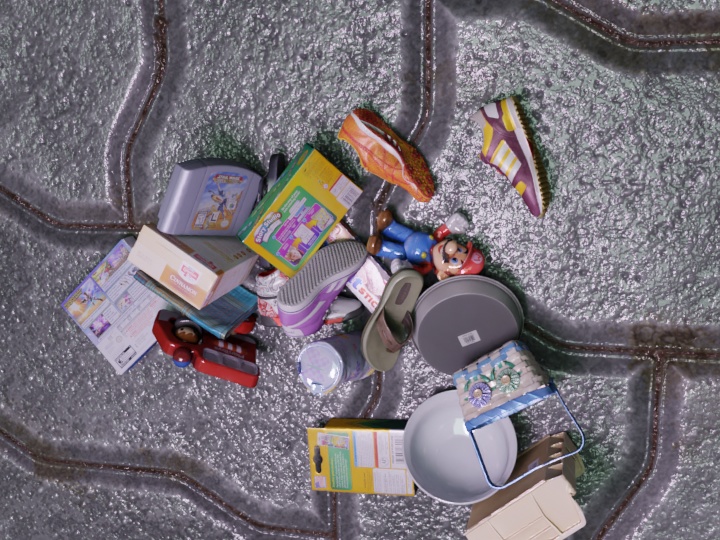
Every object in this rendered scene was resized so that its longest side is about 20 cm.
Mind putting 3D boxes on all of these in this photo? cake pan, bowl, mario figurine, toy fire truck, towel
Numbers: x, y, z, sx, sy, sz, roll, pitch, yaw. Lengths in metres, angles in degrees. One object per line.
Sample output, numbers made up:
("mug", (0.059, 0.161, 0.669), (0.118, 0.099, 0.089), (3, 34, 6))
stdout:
("cake pan", (0.180, 0.102, 1.398), (0.196, 0.037, 0.203), (1, 122, 1))
("bowl", (0.173, 0.318, 1.436), (0.197, 0.091, 0.204), (-4, 57, 6))
("mario figurine", (0.114, -0.044, 1.389), (0.197, 0.106, 0.125), (18, 104, 12))
("toy fire truck", (-0.275, 0.132, 1.478), (0.197, 0.168, 0.113), (21, 107, -15))
("towel", (-0.289, 0.033, 1.489), (0.199, 0.147, 0.022), (34, 124, 6))

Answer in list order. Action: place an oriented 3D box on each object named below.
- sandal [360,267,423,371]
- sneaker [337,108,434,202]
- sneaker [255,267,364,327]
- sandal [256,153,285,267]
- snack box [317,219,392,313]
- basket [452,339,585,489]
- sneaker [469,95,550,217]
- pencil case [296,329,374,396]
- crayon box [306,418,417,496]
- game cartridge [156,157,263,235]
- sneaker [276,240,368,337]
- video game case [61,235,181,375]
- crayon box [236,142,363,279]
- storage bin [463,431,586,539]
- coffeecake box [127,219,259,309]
("sandal", (0.055, 0.090, 1.371), (0.079, 0.058, 0.203), (-1, 126, -27))
("sneaker", (0.047, -0.187, 1.405), (0.200, 0.073, 0.077), (46, 130, 5))
("sneaker", (-0.095, 0.039, 1.479), (0.198, 0.067, 0.110), (-5, 103, 18))
("sandal", (-0.167, -0.106, 1.461), (0.042, 0.076, 0.204), (10, 104, 5))
("snack box", (0.000, 0.000, 1.468), (0.072, 0.024, 0.200), (-43, 89, 19))
("basket", (0.244, 0.230, 1.337), (0.175, 0.139, 0.202), (-31, 77, 16))
("sneaker", (0.245, -0.177, 1.349), (0.089, 0.075, 0.203), (-17, 91, 25))
("pencil case", (-0.034, 0.156, 1.419), (0.082, 0.200, 0.092), (-10, 89, 21))
("crayon box", (0.006, 0.342, 1.525), (0.196, 0.052, 0.128), (-1, 101, 14))
("game cartridge", (-0.251, -0.126, 1.418), (0.041, 0.199, 0.135), (37, 111, 27))
("sneaker", (-0.064, 0.036, 1.419), (0.072, 0.200, 0.115), (34, 147, 32))
("video game case", (-0.449, 0.068, 1.588), (0.200, 0.045, 0.182), (-41, 91, 18))
("crayon box", (-0.104, -0.099, 1.407), (0.118, 0.058, 0.201), (38, 92, -26))
("storage bin", (0.283, 0.385, 1.385), (0.198, 0.200, 0.094), (-39, 89, 18))
("coffeecake box", (-0.285, -0.026, 1.444), (0.152, 0.200, 0.074), (34, 108, 5))
